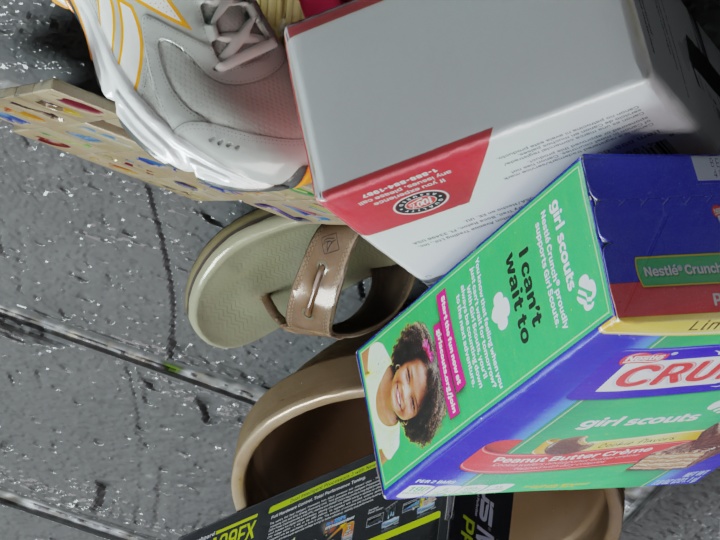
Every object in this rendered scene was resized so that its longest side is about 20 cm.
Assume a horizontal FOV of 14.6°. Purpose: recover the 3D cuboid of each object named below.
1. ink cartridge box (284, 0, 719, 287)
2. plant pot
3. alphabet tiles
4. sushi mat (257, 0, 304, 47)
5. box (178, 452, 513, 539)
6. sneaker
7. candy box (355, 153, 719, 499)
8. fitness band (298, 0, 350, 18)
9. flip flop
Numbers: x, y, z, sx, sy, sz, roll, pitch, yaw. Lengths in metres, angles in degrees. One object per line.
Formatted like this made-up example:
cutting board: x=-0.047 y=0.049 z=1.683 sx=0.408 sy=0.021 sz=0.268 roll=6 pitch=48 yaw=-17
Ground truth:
ink cartridge box: x=0.077 y=-0.055 z=1.172 sx=0.144 sy=0.084 sz=0.200 roll=-20 pitch=155 yaw=17
plant pot: x=0.038 y=0.084 z=1.439 sx=0.200 sy=0.093 sz=0.201 roll=5 pitch=142 yaw=4
alphabet tiles: x=-0.088 y=-0.051 z=1.271 sx=0.166 sy=0.008 sz=0.200 roll=20 pitch=174 yaw=-20
sushi mat: x=-0.033 y=-0.110 z=1.274 sx=0.095 sy=0.012 sz=0.200 roll=8 pitch=142 yaw=0
box: x=-0.018 y=0.174 z=1.359 sx=0.199 sy=0.161 sz=0.044 roll=-26 pitch=129 yaw=35
sneaker: x=-0.076 y=-0.120 z=1.156 sx=0.200 sy=0.076 sz=0.092 roll=48 pitch=132 yaw=17
candy box: x=0.118 y=0.025 z=1.170 sx=0.168 sy=0.077 sz=0.200 roll=-1 pitch=155 yaw=-29
fitness band: x=0.047 y=-0.128 z=1.208 sx=0.143 sy=0.038 sz=0.200 roll=-14 pitch=139 yaw=10
flip flop: x=0.000 y=0.000 z=1.360 sx=0.199 sy=0.058 sz=0.081 roll=-18 pitch=148 yaw=24
